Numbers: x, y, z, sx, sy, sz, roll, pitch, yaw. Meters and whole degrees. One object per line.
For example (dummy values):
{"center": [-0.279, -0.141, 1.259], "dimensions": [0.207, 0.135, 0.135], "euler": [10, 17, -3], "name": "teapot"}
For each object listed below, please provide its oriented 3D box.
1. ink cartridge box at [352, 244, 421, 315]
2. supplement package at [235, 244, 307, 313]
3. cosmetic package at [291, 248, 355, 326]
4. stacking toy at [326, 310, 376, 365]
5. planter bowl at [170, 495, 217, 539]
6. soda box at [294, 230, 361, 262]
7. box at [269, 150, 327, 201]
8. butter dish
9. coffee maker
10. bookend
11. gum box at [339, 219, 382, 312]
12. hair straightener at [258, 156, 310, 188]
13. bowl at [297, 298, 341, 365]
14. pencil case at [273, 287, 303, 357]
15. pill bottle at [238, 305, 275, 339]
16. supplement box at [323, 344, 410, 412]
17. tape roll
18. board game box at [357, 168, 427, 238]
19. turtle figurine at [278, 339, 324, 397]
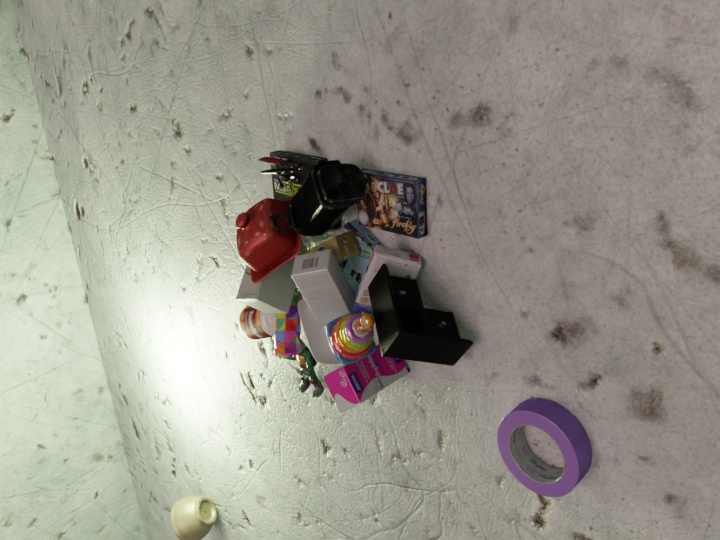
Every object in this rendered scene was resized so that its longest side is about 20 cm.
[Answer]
{"center": [0.061, 0.034, 1.581], "dimensions": [0.117, 0.042, 0.202], "euler": [14, 128, -10], "name": "ink cartridge box"}
{"center": [-0.251, 0.008, 1.824], "dimensions": [0.116, 0.116, 0.204], "euler": [-4, 65, 46], "name": "supplement package"}
{"center": [-0.087, 0.047, 1.616], "dimensions": [0.099, 0.072, 0.202], "euler": [-9, 134, 17], "name": "cosmetic package"}
{"center": [-0.004, 0.141, 1.516], "dimensions": [0.118, 0.108, 0.200], "euler": [65, 159, 10], "name": "stacking toy"}
{"center": [-0.719, 1.085, 2.848], "dimensions": [0.133, 0.200, 0.203], "euler": [-31, 83, 21], "name": "planter bowl"}
{"center": [-0.088, -0.041, 1.670], "dimensions": [0.198, 0.067, 0.065], "euler": [-20, 91, 50], "name": "soda box"}
{"center": [-0.165, -0.218, 1.757], "dimensions": [0.198, 0.047, 0.197], "euler": [19, 121, 41], "name": "box"}
{"center": [-0.266, -0.104, 1.699], "dimensions": [0.198, 0.147, 0.203], "euler": [-31, 49, 28], "name": "butter dish"}
{"center": [-0.098, -0.163, 1.558], "dimensions": [0.136, 0.191, 0.200], "euler": [52, 153, 2], "name": "coffee maker"}
{"center": [0.136, 0.105, 1.506], "dimensions": [0.093, 0.196, 0.201], "euler": [-56, 33, 40], "name": "bookend"}
{"center": [0.000, 0.000, 1.678], "dimensions": [0.170, 0.044, 0.202], "euler": [44, 135, 25], "name": "gum box"}
{"center": [-0.197, -0.256, 1.721], "dimensions": [0.197, 0.041, 0.079], "euler": [14, 115, 37], "name": "hair straightener"}
{"center": [-0.077, 0.159, 1.810], "dimensions": [0.198, 0.074, 0.204], "euler": [-10, 100, 48], "name": "bowl"}
{"center": [-0.208, 0.151, 1.876], "dimensions": [0.088, 0.087, 0.205], "euler": [-13, 70, 48], "name": "pencil case"}
{"center": [-0.285, 0.150, 2.000], "dimensions": [0.198, 0.112, 0.115], "euler": [-15, 96, 49], "name": "pill bottle"}
{"center": [0.017, 0.268, 1.661], "dimensions": [0.103, 0.198, 0.103], "euler": [-33, 84, 49], "name": "supplement box"}
{"center": [0.399, 0.386, 1.407], "dimensions": [0.198, 0.065, 0.204], "euler": [23, 123, 39], "name": "tape roll"}
{"center": [0.071, -0.162, 1.536], "dimensions": [0.198, 0.034, 0.138], "euler": [16, 118, 42], "name": "board game box"}
{"center": [-0.177, 0.286, 1.957], "dimensions": [0.149, 0.100, 0.203], "euler": [29, 143, 54], "name": "turtle figurine"}
